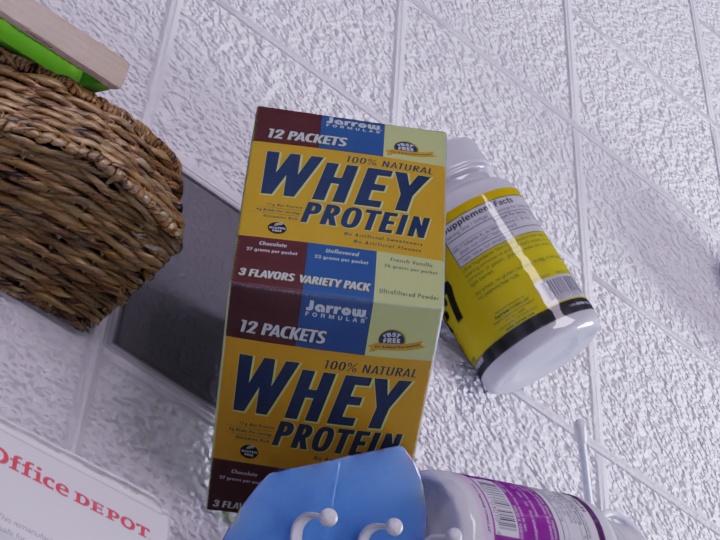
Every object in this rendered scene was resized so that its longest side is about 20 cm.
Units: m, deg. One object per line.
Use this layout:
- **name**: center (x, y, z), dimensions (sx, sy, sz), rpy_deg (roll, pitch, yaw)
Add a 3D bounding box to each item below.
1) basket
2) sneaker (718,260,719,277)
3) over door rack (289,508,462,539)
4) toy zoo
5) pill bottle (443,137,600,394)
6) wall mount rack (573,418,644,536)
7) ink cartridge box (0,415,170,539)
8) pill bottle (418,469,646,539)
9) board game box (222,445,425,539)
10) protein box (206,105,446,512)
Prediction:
- **basket**: center (-0.216, -0.084, 1.277), dimensions (0.200, 0.143, 0.149), rpy_deg (29, 36, -29)
- **sneaker**: center (0.455, 0.051, 2.052), dimensions (0.114, 0.075, 0.200), rpy_deg (28, 33, -26)
- **over door rack**: center (0.046, 0.239, 1.167), dimensions (0.147, 0.067, 0.201), rpy_deg (18, 44, -49)
- **toy zoo**: center (-0.259, -0.149, 1.264), dimensions (0.131, 0.200, 0.021), rpy_deg (33, 67, -36)
- **pill bottle**: center (0.107, -0.006, 1.633), dimensions (0.114, 0.114, 0.200), rpy_deg (-4, 58, -54)
- **wall mount rack**: center (0.204, 0.225, 1.532), dimensions (0.174, 0.075, 0.200), rpy_deg (42, 30, -11)
- **ink cartridge box**: center (-0.188, 0.194, 1.054), dimensions (0.145, 0.085, 0.200), rpy_deg (32, 36, -26)
- **pill bottle**: center (0.113, 0.209, 1.362), dimensions (0.199, 0.112, 0.113), rpy_deg (16, 43, -37)
- **board game box**: center (-0.039, 0.186, 1.219), dimensions (0.039, 0.159, 0.200), rpy_deg (22, 19, 39)
- **protein box**: center (-0.022, 0.032, 1.301), dimensions (0.134, 0.201, 0.199), rpy_deg (7, 38, -2)
